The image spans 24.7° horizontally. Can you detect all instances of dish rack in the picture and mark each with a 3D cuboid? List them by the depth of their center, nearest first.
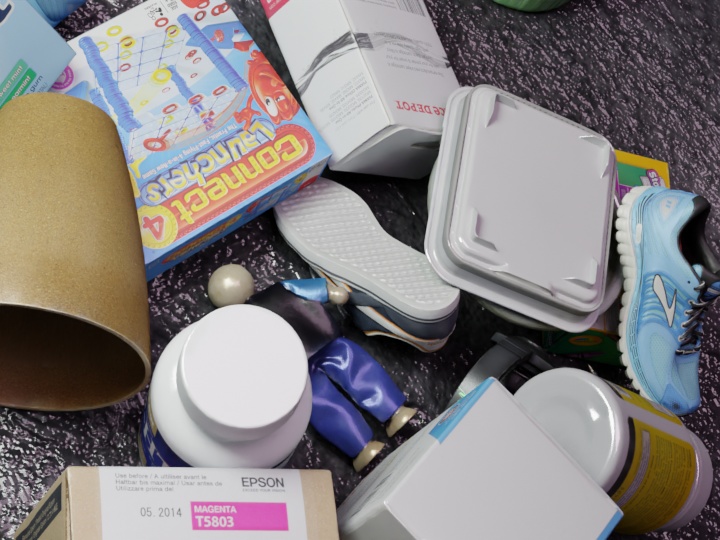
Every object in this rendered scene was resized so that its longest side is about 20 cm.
[{"bbox_3d":[0.146,-0.061,1.391,0.170,0.044,0.202,22,58,-18],"label":"dish rack"}]

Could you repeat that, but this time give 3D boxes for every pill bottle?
[{"bbox_3d":[-0.098,0.101,1.212,0.118,0.200,0.121,4,67,-10],"label":"pill bottle"},{"bbox_3d":[0.208,0.155,1.354,0.199,0.114,0.115,24,50,-51],"label":"pill bottle"}]

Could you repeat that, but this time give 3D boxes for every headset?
[{"bbox_3d":[0.134,0.115,1.378,0.094,0.124,0.199,31,26,22],"label":"headset"}]

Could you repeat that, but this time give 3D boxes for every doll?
[{"bbox_3d":[-0.051,0.072,1.351,0.136,0.048,0.200,-44,87,-14],"label":"doll"}]

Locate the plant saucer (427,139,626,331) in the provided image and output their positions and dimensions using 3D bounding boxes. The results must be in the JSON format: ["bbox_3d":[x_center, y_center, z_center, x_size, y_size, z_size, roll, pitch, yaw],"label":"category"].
[{"bbox_3d":[0.140,-0.036,1.437,0.198,0.050,0.202,10,64,-22],"label":"plant saucer"}]

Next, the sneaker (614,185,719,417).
[{"bbox_3d":[0.273,0.027,1.412,0.078,0.089,0.202,-12,98,-51],"label":"sneaker"}]

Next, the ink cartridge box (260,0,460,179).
[{"bbox_3d":[0.007,-0.187,1.463,0.145,0.083,0.201,2,62,-53],"label":"ink cartridge box"}]

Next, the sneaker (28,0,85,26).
[{"bbox_3d":[-0.275,-0.273,1.321,0.089,0.200,0.079,-22,61,9],"label":"sneaker"}]

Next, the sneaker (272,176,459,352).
[{"bbox_3d":[0.000,0.000,1.404,0.078,0.080,0.200,-36,59,-26],"label":"sneaker"}]

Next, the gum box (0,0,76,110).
[{"bbox_3d":[-0.322,-0.155,1.222,0.044,0.200,0.170,30,79,33],"label":"gum box"}]

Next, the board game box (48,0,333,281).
[{"bbox_3d":[-0.159,-0.120,1.374,0.199,0.056,0.196,-33,81,-25],"label":"board game box"}]

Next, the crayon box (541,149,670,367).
[{"bbox_3d":[0.229,-0.016,1.527,0.118,0.058,0.202,12,61,-20],"label":"crayon box"}]

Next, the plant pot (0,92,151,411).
[{"bbox_3d":[-0.238,-0.023,1.225,0.185,0.186,0.202,14,60,-19],"label":"plant pot"}]

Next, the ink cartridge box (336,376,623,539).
[{"bbox_3d":[0.065,0.209,1.247,0.146,0.200,0.147,45,55,0],"label":"ink cartridge box"}]

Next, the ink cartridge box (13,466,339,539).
[{"bbox_3d":[-0.134,0.198,1.178,0.198,0.165,0.076,5,64,-24],"label":"ink cartridge box"}]

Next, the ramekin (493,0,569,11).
[{"bbox_3d":[0.170,-0.358,1.649,0.198,0.098,0.202,11,61,-21],"label":"ramekin"}]
